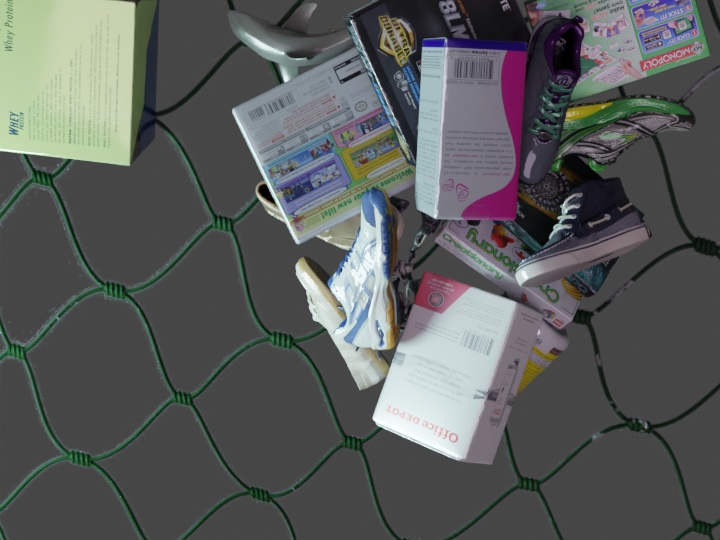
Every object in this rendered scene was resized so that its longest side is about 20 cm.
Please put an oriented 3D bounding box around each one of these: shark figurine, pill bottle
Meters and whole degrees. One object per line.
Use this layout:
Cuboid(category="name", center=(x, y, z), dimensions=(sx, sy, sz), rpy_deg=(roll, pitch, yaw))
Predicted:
Cuboid(category="shark figurine", center=(-0.049, -0.284, 1.612), dimensions=(0.212, 0.090, 0.130), rpy_deg=(-16, 107, 12))
Cuboid(category="pill bottle", center=(0.168, 0.120, 1.711), dimensions=(0.109, 0.109, 0.200), rpy_deg=(42, 106, -9))

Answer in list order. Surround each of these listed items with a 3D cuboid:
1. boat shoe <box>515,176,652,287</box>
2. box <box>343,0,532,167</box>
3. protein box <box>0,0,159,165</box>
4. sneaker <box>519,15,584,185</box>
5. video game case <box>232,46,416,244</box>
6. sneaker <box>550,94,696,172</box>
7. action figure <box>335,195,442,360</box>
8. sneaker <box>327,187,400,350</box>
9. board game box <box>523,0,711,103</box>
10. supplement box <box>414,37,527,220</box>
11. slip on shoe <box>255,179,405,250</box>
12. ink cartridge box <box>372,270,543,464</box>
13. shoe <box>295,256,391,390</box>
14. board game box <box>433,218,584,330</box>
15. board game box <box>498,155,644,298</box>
Cuboid(category="boat shoe", center=(0.254, -0.048, 1.590), dimensions=(0.198, 0.075, 0.094), rpy_deg=(-18, 78, -31))
Cuboid(category="box", center=(0.108, -0.257, 1.578), dimensions=(0.197, 0.050, 0.202), rpy_deg=(-27, 104, -6))
Cuboid(category="protein box", center=(-0.361, -0.252, 1.622), dimensions=(0.197, 0.135, 0.201), rpy_deg=(6, 109, 2))
Cuboid(category="sneaker", center=(0.216, -0.200, 1.539), dimensions=(0.073, 0.088, 0.203), rpy_deg=(9, 94, -11))
Cuboid(category="video game case", center=(-0.030, -0.158, 1.612), dimensions=(0.198, 0.022, 0.184), rpy_deg=(-27, 92, -7))
Cuboid(category="sneaker", center=(0.312, -0.166, 1.615), dimensions=(0.197, 0.078, 0.086), rpy_deg=(-9, 90, 10))
Cuboid(category="action figure", center=(0.039, 0.011, 1.694), dimensions=(0.117, 0.102, 0.202), rpy_deg=(20, 93, -4))
Cuboid(category="sneaker", center=(0.000, 0.000, 1.599), dimensions=(0.087, 0.075, 0.203), rpy_deg=(2, 104, 13))
Cuboid(category="board game box", center=(0.313, -0.295, 1.607), dimensions=(0.198, 0.029, 0.136), rpy_deg=(-17, 107, 10))
Cuboid(category="supplement box", center=(0.125, -0.164, 1.521), dimensions=(0.100, 0.103, 0.203), rpy_deg=(1, 98, -13))
Cuboid(category="slip on shoe", center=(-0.041, -0.077, 1.653), dimensions=(0.198, 0.060, 0.077), rpy_deg=(22, 89, 23))
Cuboid(category="ink cartridge box", center=(0.119, 0.120, 1.626), dimensions=(0.145, 0.082, 0.202), rpy_deg=(19, 89, 35))
Cuboid(category="shoe", center=(-0.031, 0.072, 1.733), dimensions=(0.053, 0.070, 0.201), rpy_deg=(-34, 105, 6))
Cuboid(category="board game box", center=(0.200, -0.032, 1.655), dimensions=(0.199, 0.127, 0.035), rpy_deg=(34, 146, -7))
Cuboid(category="board game box", center=(0.246, -0.081, 1.642), dimensions=(0.199, 0.028, 0.136), rpy_deg=(40, 67, -8))
